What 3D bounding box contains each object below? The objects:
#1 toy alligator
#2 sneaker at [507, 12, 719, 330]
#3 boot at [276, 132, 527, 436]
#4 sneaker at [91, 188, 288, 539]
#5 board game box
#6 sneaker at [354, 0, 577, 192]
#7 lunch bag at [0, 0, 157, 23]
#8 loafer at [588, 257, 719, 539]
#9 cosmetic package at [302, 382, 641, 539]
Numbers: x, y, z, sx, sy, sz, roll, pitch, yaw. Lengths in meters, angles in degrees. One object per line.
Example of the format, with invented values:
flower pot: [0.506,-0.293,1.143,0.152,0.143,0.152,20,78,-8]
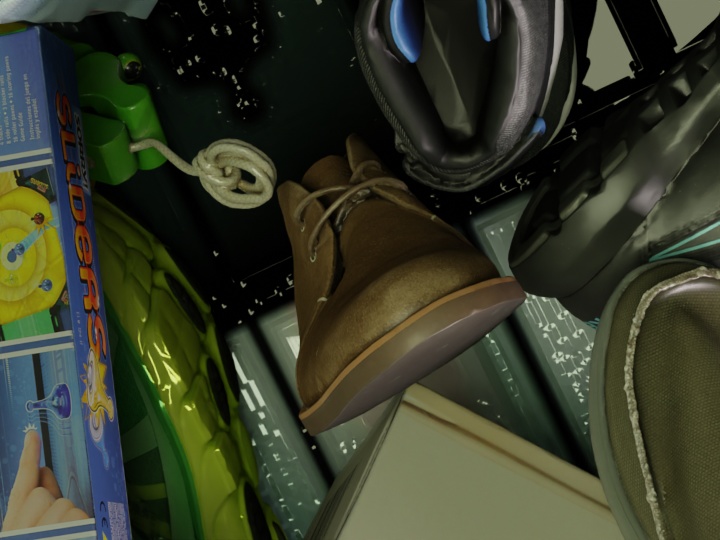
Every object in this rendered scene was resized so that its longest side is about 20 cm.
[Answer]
toy alligator: [-0.097,-0.055,0.800,0.199,0.054,0.059,9,134,32]
sneaker: [0.136,-0.050,0.772,0.079,0.075,0.200,40,115,-10]
boot: [0.000,0.000,0.738,0.073,0.200,0.076,-28,93,-3]
sneaker: [-0.077,0.072,0.831,0.083,0.074,0.201,-15,99,10]
board game box: [-0.139,0.041,0.705,0.135,0.034,0.201,-9,81,11]
sneaker: [0.030,-0.124,0.747,0.073,0.112,0.201,-8,100,12]
lunch bag: [-0.148,-0.151,0.748,0.200,0.170,0.127,40,103,4]
loafer: [0.123,0.084,0.711,0.075,0.070,0.201,-10,71,-19]
cosmetic package: [0.076,0.125,0.778,0.199,0.104,0.073,28,62,-4]
